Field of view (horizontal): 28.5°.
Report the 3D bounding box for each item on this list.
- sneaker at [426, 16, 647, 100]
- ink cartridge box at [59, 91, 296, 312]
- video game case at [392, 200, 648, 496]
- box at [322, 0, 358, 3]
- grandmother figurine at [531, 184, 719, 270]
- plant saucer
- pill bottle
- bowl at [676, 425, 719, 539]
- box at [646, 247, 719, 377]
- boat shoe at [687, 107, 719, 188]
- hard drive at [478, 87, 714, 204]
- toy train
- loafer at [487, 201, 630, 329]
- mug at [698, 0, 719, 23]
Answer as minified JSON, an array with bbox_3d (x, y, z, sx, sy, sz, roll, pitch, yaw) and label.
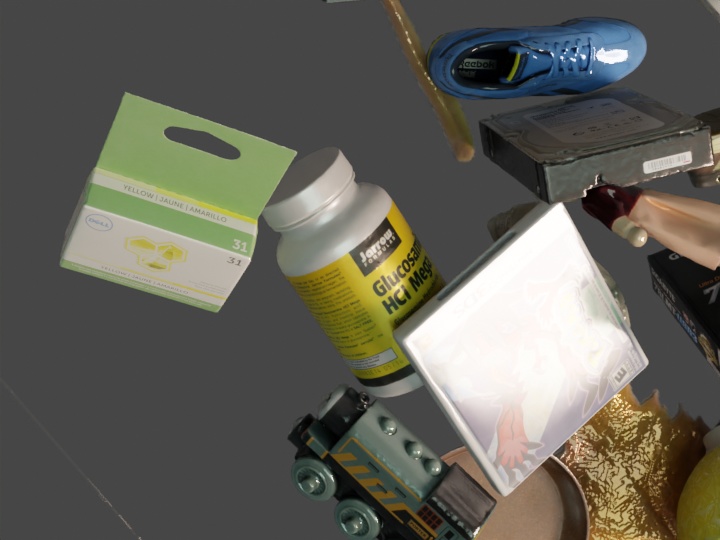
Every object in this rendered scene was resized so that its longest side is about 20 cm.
[{"bbox_3d":[0.156,-0.176,1.206,0.198,0.078,0.067,-6,106,-11],"label":"sneaker"},{"bbox_3d":[-0.150,-0.047,1.141,0.144,0.048,0.200,18,147,-15],"label":"ink cartridge box"},{"bbox_3d":[0.142,0.068,1.214,0.182,0.023,0.201,-40,122,-11],"label":"video game case"},{"bbox_3d":[0.059,-0.308,1.161,0.198,0.048,0.160,-6,108,-9],"label":"box"},{"bbox_3d":[0.239,-0.056,1.240,0.198,0.121,0.061,23,104,9],"label":"grandmother figurine"},{"bbox_3d":[0.119,0.248,1.352,0.198,0.035,0.202,-3,106,-9],"label":"plant saucer"},{"bbox_3d":[0.000,0.000,1.210,0.112,0.113,0.201,-34,110,1],"label":"pill bottle"},{"bbox_3d":[0.378,0.194,1.334,0.198,0.200,0.109,-16,68,-6],"label":"bowl"},{"bbox_3d":[0.383,0.020,1.245,0.198,0.199,0.050,-20,129,-4],"label":"box"},{"bbox_3d":[0.381,-0.122,1.275,0.198,0.073,0.065,-11,120,-4],"label":"boat shoe"},{"bbox_3d":[0.187,-0.108,1.167,0.138,0.200,0.038,-13,107,-6],"label":"hard drive"},{"bbox_3d":[0.027,0.188,1.253,0.200,0.085,0.114,44,128,5],"label":"toy train"},{"bbox_3d":[0.183,0.016,1.281,0.201,0.069,0.070,55,51,-30],"label":"loafer"},{"bbox_3d":[0.340,-0.286,1.195,0.153,0.187,0.149,-44,142,14],"label":"mug"}]
